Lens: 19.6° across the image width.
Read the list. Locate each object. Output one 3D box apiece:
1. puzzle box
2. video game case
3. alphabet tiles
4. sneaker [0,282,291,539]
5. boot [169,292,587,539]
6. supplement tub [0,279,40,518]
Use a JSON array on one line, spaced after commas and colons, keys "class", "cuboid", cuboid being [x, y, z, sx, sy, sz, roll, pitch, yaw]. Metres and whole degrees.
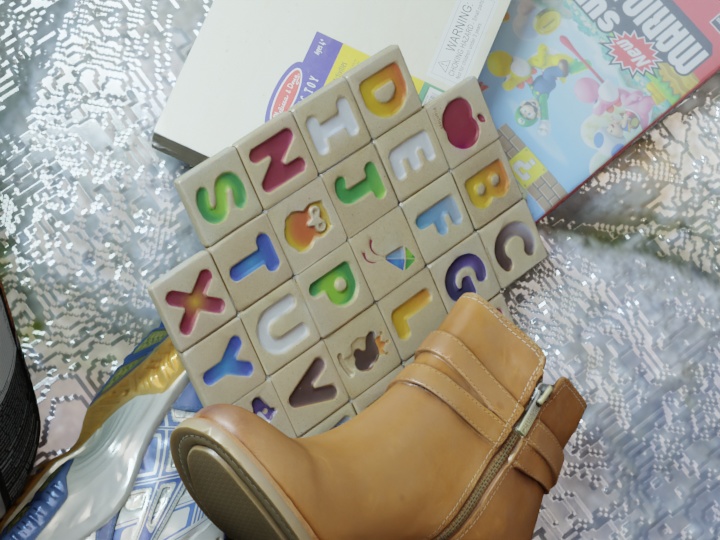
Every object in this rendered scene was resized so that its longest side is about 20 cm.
[{"class": "puzzle box", "cuboid": [-0.003, -0.121, 1.012, 0.133, 0.025, 0.200, 25, 74, -3]}, {"class": "video game case", "cuboid": [0.096, -0.122, 1.052, 0.200, 0.017, 0.143, -39, 86, -16]}, {"class": "alphabet tiles", "cuboid": [0.000, 0.000, 0.955, 0.200, 0.006, 0.167, -35, 112, -29]}, {"class": "sneaker", "cuboid": [-0.086, 0.090, 0.948, 0.088, 0.075, 0.200, 43, 76, -13]}, {"class": "boot", "cuboid": [0.017, 0.073, 0.922, 0.200, 0.077, 0.155, 43, 70, -31]}, {"class": "supplement tub", "cuboid": [-0.204, 0.028, 0.855, 0.122, 0.200, 0.123, -1, 58, 1]}]
